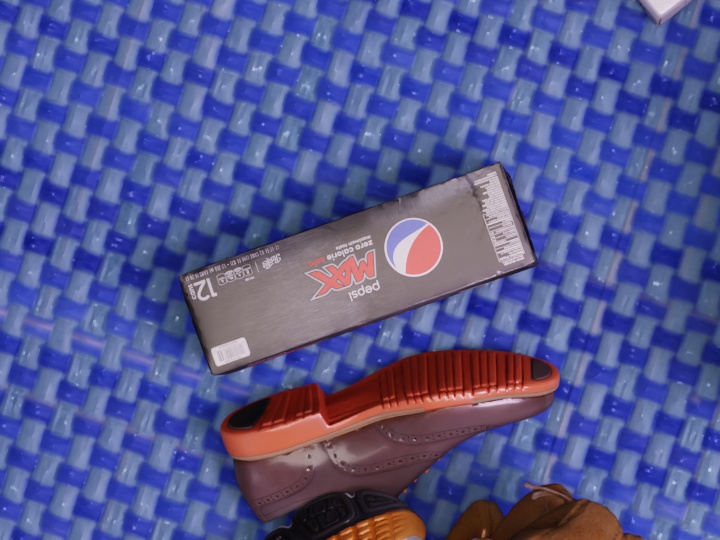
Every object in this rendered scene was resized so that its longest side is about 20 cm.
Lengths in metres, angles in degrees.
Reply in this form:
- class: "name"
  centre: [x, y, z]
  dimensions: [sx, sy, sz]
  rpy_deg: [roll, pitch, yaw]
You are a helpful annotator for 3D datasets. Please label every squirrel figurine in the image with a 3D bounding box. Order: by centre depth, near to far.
- class: "squirrel figurine"
  centre: [0.082, 0.209, 1.596]
  dimensions: [0.141, 0.187, 0.200]
  rpy_deg: [43, 74, 6]

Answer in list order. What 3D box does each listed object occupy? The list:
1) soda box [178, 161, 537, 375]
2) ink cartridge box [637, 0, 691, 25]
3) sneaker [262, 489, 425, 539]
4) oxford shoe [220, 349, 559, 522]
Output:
- class: "soda box"
  centre: [0.000, 0.000, 1.682]
  dimensions: [0.199, 0.071, 0.064]
  rpy_deg: [-19, 87, 4]
- class: "ink cartridge box"
  centre: [0.188, -0.280, 1.683]
  dimensions: [0.200, 0.041, 0.200]
  rpy_deg: [-38, 87, 3]
- class: "sneaker"
  centre: [-0.033, 0.204, 1.677]
  dimensions: [0.200, 0.076, 0.092]
  rpy_deg: [-33, 118, 21]
- class: "oxford shoe"
  centre: [0.023, 0.096, 1.690]
  dimensions: [0.199, 0.071, 0.073]
  rpy_deg: [-12, 108, 10]
